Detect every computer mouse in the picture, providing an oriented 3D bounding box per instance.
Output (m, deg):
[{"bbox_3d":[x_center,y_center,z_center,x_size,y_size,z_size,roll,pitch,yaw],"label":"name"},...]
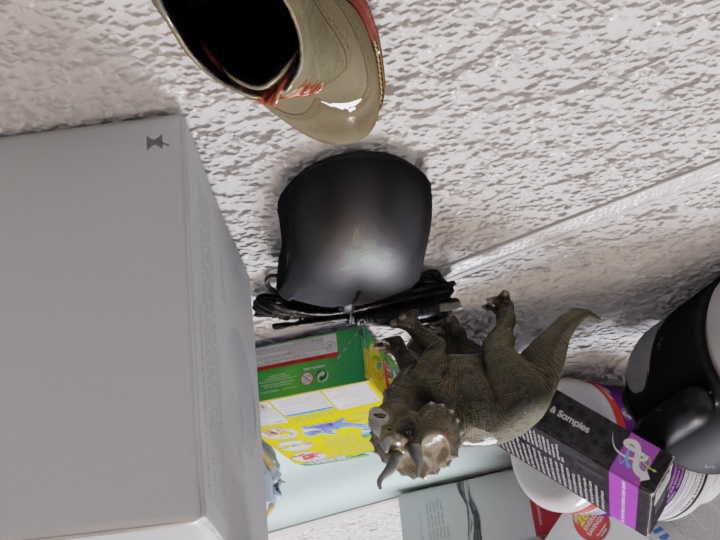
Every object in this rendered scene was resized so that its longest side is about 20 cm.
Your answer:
[{"bbox_3d":[0.000,0.000,0.690,0.137,0.053,0.200,-5,155,-3],"label":"computer mouse"}]

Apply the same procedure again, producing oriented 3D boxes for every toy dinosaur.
[{"bbox_3d":[0.069,0.073,0.731,0.199,0.103,0.077,-10,159,-32],"label":"toy dinosaur"}]

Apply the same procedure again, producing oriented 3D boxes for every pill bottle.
[{"bbox_3d":[0.235,0.161,1.027,0.199,0.113,0.112,13,149,-37],"label":"pill bottle"}]

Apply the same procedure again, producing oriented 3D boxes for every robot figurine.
[{"bbox_3d":[0.270,0.074,0.830,0.124,0.151,0.200,24,149,-7],"label":"robot figurine"}]

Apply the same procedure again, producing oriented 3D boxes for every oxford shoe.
[{"bbox_3d":[-0.039,-0.089,0.460,0.070,0.075,0.200,-16,154,18],"label":"oxford shoe"}]

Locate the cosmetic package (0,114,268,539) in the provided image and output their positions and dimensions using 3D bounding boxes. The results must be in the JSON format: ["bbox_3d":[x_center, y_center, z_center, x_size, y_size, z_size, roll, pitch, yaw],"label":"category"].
[{"bbox_3d":[-0.125,0.060,0.610,0.122,0.201,0.200,-7,155,0],"label":"cosmetic package"}]

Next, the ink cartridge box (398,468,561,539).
[{"bbox_3d":[0.159,0.282,1.301,0.199,0.083,0.147,-16,153,19],"label":"ink cartridge box"}]

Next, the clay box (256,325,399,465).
[{"bbox_3d":[-0.023,0.106,0.919,0.114,0.048,0.200,-12,156,11],"label":"clay box"}]

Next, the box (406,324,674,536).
[{"bbox_3d":[0.132,0.116,0.856,0.199,0.036,0.143,29,165,22],"label":"box"}]

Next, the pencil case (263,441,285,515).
[{"bbox_3d":[-0.107,0.161,0.908,0.090,0.084,0.200,-18,176,-7],"label":"pencil case"}]

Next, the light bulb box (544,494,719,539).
[{"bbox_3d":[0.278,0.299,1.175,0.199,0.125,0.199,-6,131,-46],"label":"light bulb box"}]
